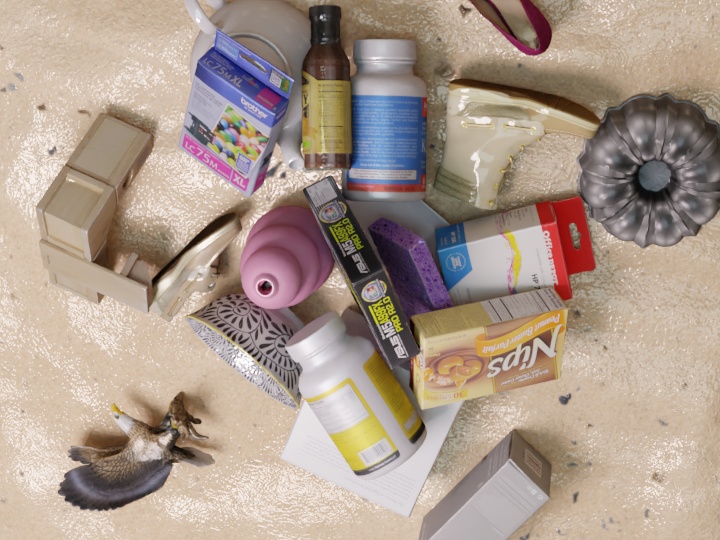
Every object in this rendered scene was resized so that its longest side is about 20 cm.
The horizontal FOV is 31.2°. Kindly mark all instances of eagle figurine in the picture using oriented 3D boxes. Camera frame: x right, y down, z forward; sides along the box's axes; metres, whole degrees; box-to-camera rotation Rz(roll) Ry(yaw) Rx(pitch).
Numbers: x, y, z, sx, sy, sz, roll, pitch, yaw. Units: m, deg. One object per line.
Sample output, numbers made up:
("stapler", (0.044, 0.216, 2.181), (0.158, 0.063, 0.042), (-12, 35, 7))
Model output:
("eagle figurine", (-0.325, 0.261, 1.848), (0.200, 0.152, 0.151), (-42, 60, 3))

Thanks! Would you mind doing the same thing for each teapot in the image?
("teapot", (-0.139, -0.254, 1.643), (0.197, 0.146, 0.200), (15, 109, 6))

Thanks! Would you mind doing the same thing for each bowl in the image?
("bowl", (-0.135, 0.092, 1.758), (0.200, 0.201, 0.094), (40, 75, -4))

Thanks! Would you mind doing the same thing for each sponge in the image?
("sponge", (0.079, 0.029, 1.687), (0.030, 0.111, 0.201), (-35, 122, -16))

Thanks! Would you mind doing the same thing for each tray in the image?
("tray", (0.061, -0.050, 1.738), (0.199, 0.022, 0.108), (40, 111, -4))

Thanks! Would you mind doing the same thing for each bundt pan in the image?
("bundt pan", (0.374, -0.118, 1.632), (0.199, 0.076, 0.205), (3, 108, 8))

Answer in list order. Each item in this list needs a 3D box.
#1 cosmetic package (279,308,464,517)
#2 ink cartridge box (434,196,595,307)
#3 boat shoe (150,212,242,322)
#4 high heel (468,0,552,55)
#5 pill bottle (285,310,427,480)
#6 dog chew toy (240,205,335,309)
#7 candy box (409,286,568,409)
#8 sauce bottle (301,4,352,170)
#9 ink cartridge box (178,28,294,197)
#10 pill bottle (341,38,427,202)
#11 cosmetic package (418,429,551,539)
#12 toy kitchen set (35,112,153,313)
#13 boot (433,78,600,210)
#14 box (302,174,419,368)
("cosmetic package", (0.022, 0.194, 1.770), (0.197, 0.123, 0.202), (25, 108, 2))
("ink cartridge box", (0.206, -0.014, 1.682), (0.197, 0.067, 0.117), (-14, 115, 8))
("boat shoe", (-0.223, -0.003, 1.781), (0.065, 0.072, 0.200), (44, 115, -11))
("high heel", (0.160, -0.345, 1.585), (0.199, 0.096, 0.068), (38, 110, -3))
("pill bottle", (-0.009, 0.157, 1.641), (0.111, 0.112, 0.201), (-30, 100, 18))
("dog chew toy", (-0.101, -0.010, 1.685), (0.123, 0.200, 0.126), (3, 108, 8))
("candy box", (0.162, 0.099, 1.645), (0.197, 0.055, 0.117), (-11, 127, -15))
("sauce bottle", (-0.042, -0.225, 1.595), (0.064, 0.065, 0.203), (0, 92, 10))
("ink cartridge box", (-0.155, -0.190, 1.581), (0.119, 0.042, 0.201), (35, 141, 7))
("pill bottle", (0.031, -0.191, 1.643), (0.111, 0.112, 0.203), (2, 97, 9))
("cosmetic package", (0.173, 0.332, 1.797), (0.090, 0.107, 0.200), (43, 108, -6))
("toy kitchen set", (-0.326, -0.063, 1.777), (0.162, 0.182, 0.201), (24, 150, 6))
("boot", (0.197, -0.152, 1.653), (0.197, 0.073, 0.157), (13, 109, 8))
("box", (0.000, 0.000, 1.605), (0.044, 0.201, 0.161), (-26, 134, -2))
